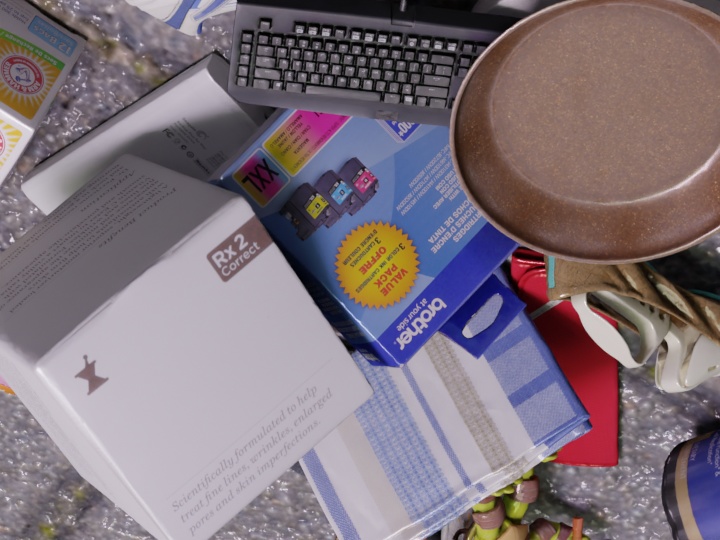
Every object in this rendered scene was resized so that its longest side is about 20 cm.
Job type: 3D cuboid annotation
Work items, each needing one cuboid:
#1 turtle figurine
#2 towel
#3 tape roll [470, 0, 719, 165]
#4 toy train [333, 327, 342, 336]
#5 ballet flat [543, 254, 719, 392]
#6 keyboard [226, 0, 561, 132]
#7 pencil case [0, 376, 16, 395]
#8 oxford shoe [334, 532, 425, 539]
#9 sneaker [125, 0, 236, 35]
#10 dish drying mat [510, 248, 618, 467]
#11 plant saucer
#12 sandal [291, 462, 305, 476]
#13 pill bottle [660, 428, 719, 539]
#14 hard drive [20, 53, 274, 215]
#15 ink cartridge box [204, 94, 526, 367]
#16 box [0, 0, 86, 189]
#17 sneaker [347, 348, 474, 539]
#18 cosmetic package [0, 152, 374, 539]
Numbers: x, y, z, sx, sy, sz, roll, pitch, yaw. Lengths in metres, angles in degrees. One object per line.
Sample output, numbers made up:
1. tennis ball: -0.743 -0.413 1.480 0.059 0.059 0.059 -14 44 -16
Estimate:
1. turtle figurine: 0.111 0.194 1.532 0.064 0.199 0.162 40 138 41
2. towel: 0.048 0.104 1.428 0.200 0.147 0.024 -35 154 11
3. tape roll: 0.153 -0.108 1.298 0.202 0.037 0.203 11 135 11
4. toy train: 0.000 0.000 1.424 0.150 0.056 0.200 27 138 -25
5. ballet flat: 0.196 0.036 1.364 0.200 0.073 0.068 30 154 -28
6. keyboard: 0.024 -0.144 1.237 0.199 0.021 0.128 5 123 -5
7. pencil case: -0.218 0.030 1.500 0.087 0.088 0.200 36 150 -15
8. oxford shoe: 0.035 0.141 1.474 0.070 0.075 0.201 26 94 3
9. sneaker: -0.060 -0.209 1.272 0.199 0.076 0.088 -18 145 31
10. dish drying mat: 0.146 0.068 1.478 0.076 0.018 0.201 6 133 14
11. plant saucer: 0.153 -0.091 1.242 0.199 0.037 0.201 1 129 1
12. sandal: -0.088 0.069 1.510 0.200 0.043 0.076 48 142 -13
13. pill bottle: 0.317 0.143 1.421 0.199 0.112 0.112 -25 119 36
14. hard drive: -0.128 -0.060 1.453 0.200 0.026 0.132 -27 118 37
15. ink cartridge box: 0.017 -0.031 1.321 0.200 0.136 0.076 45 170 -10
16. box: -0.287 -0.098 1.421 0.112 0.102 0.200 31 134 -10
17. sneaker: 0.018 0.142 1.541 0.200 0.092 0.076 41 132 -18
18. cosmetic package: -0.131 0.048 1.318 0.165 0.165 0.200 56 165 -25
